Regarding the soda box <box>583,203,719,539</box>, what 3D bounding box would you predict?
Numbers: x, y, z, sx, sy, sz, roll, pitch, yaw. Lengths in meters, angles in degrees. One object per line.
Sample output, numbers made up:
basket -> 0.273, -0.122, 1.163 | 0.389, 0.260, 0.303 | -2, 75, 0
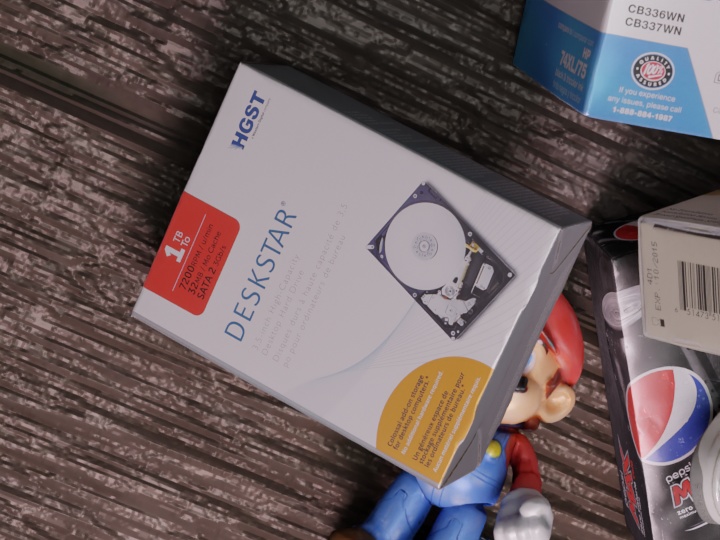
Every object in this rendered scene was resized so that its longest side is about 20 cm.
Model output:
soda box -> 0.181, 0.069, 1.279 | 0.063, 0.071, 0.202 | -13, 108, -6

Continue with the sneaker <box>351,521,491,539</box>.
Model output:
sneaker -> 0.079, 0.194, 1.302 | 0.198, 0.066, 0.079 | 9, 101, -13

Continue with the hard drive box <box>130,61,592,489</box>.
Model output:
hard drive box -> 0.000, 0.000, 1.173 | 0.199, 0.077, 0.157 | 27, 102, 16

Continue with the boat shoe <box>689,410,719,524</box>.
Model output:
boat shoe -> 0.263, 0.074, 1.255 | 0.202, 0.064, 0.075 | -45, 126, -36

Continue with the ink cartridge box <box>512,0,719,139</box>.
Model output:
ink cartridge box -> 0.186, -0.183, 1.162 | 0.145, 0.146, 0.202 | 8, 104, -13

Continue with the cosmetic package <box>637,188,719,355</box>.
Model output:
cosmetic package -> 0.256, -0.013, 1.204 | 0.199, 0.105, 0.072 | -19, 111, -41

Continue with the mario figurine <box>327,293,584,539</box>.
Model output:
mario figurine -> 0.056, 0.091, 1.228 | 0.123, 0.106, 0.201 | 30, 83, -17
